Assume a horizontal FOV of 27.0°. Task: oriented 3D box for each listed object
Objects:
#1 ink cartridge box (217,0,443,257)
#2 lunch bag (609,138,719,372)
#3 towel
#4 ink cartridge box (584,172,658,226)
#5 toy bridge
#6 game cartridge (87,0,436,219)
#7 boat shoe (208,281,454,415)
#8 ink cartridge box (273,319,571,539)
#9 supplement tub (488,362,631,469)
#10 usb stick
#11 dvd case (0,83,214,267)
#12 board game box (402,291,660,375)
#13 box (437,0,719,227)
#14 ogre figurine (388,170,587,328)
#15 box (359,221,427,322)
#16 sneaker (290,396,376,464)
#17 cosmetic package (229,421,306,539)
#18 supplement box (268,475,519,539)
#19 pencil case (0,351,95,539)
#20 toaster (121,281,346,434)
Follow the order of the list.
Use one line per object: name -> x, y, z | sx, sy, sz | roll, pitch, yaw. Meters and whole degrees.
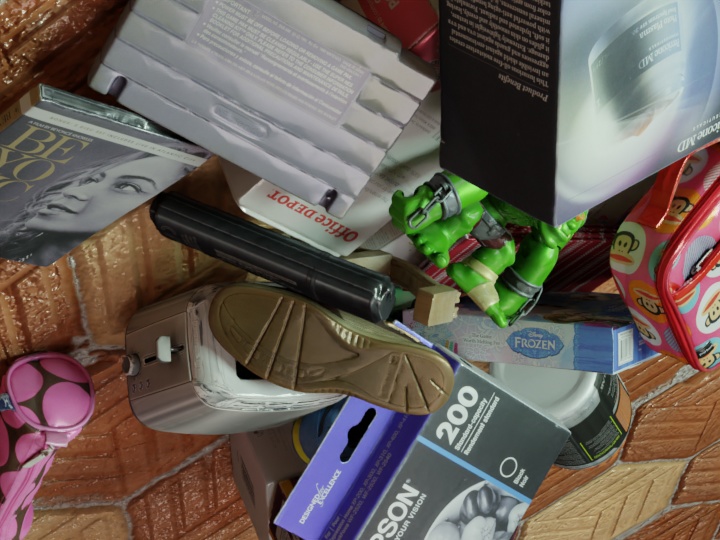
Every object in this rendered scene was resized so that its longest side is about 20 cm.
ink cartridge box -> 0.007, -0.116, 1.095 | 0.199, 0.083, 0.146 | -39, 146, 19
lunch bag -> 0.288, -0.039, 1.207 | 0.200, 0.082, 0.177 | -48, 133, -16
towel -> 0.148, -0.011, 1.288 | 0.197, 0.023, 0.145 | 0, 160, -22
ink cartridge box -> 0.245, -0.106, 1.282 | 0.198, 0.085, 0.145 | 9, 134, -45
toy bridge -> 0.000, 0.000, 1.185 | 0.067, 0.198, 0.028 | -8, 111, -48
game cartridge -> -0.063, -0.131, 0.983 | 0.198, 0.039, 0.130 | 27, 112, -19
boat shoe -> -0.024, 0.053, 1.168 | 0.197, 0.072, 0.073 | 17, 108, -10
ink cartridge box -> 0.056, 0.173, 1.255 | 0.199, 0.043, 0.200 | 31, 89, -30
supplement tub -> 0.215, 0.134, 1.571 | 0.122, 0.123, 0.200 | -30, 148, 6
usb stick -> -0.066, -0.010, 1.122 | 0.056, 0.198, 0.033 | 68, 45, -70
dvd case -> -0.218, -0.058, 1.033 | 0.199, 0.016, 0.148 | -29, 151, 35
board game box -> 0.169, 0.049, 1.324 | 0.197, 0.044, 0.199 | 2, -173, 31
box -> 0.159, -0.168, 0.992 | 0.199, 0.123, 0.201 | -27, 131, -31
ogre figurine -> 0.105, -0.040, 1.132 | 0.120, 0.098, 0.200 | -46, 123, 4
box -> 0.054, -0.013, 1.325 | 0.199, 0.037, 0.144 | -32, 148, 13
sneaker -> 0.028, 0.108, 1.321 | 0.199, 0.066, 0.078 | -35, -171, -37
cosmetic package -> -0.018, 0.175, 1.465 | 0.198, 0.124, 0.200 | -19, 148, -14
supplement box -> 0.029, 0.233, 1.360 | 0.198, 0.111, 0.086 | -13, 143, -22
pencil case -> -0.292, 0.161, 1.273 | 0.090, 0.094, 0.201 | -2, 142, -33
toaster -> -0.089, 0.071, 1.234 | 0.198, 0.115, 0.129 | 3, 166, -32
